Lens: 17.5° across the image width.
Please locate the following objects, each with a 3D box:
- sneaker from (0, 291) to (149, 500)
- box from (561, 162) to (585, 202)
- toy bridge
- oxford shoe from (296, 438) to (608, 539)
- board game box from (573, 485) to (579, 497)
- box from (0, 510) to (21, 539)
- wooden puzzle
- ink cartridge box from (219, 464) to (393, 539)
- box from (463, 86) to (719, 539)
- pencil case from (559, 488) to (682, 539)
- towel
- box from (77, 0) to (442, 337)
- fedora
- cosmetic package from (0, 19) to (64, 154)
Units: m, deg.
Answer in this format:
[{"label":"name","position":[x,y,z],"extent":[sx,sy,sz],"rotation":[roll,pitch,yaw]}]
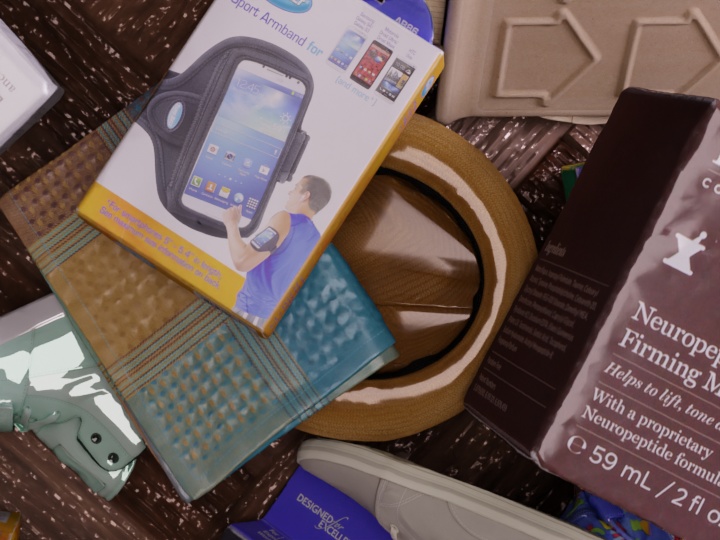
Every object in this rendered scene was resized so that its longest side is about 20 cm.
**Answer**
[{"label":"sneaker","position":[-0.191,0.088,1.312],"extent":[0.200,0.074,0.118],"rotation":[-26,88,-5]},{"label":"box","position":[0.222,-0.018,1.324],"extent":[0.199,0.048,0.118],"rotation":[-10,94,-7]},{"label":"toy bridge","position":[0.128,-0.119,1.354],"extent":[0.199,0.027,0.067],"rotation":[7,95,-5]},{"label":"oxford shoe","position":[0.045,0.141,1.289],"extent":[0.200,0.075,0.058],"rotation":[20,88,28]},{"label":"board game box","position":[0.192,0.039,1.364],"extent":[0.126,0.035,0.201],"rotation":[1,93,-5]},{"label":"box","position":[-0.223,0.239,1.298],"extent":[0.041,0.119,0.201],"rotation":[10,92,-5]},{"label":"wooden puzzle","position":[0.142,-0.156,1.273],"extent":[0.199,0.185,0.046],"rotation":[-4,54,-8]},{"label":"ink cartridge box","position":[-0.019,0.233,1.308],"extent":[0.198,0.043,0.200],"rotation":[32,90,27]},{"label":"box","position":[0.181,0.032,1.213],"extent":[0.166,0.164,0.200],"rotation":[27,92,-11]},{"label":"pencil case","position":[0.104,0.213,1.326],"extent":[0.087,0.078,0.200],"rotation":[27,103,-39]},{"label":"towel","position":[-0.089,0.004,1.278],"extent":[0.146,0.022,0.200],"rotation":[-35,83,5]},{"label":"box","position":[-0.046,-0.080,1.240],"extent":[0.119,0.041,0.200],"rotation":[32,87,5]},{"label":"fedora","position":[0.000,0.000,1.323],"extent":[0.200,0.082,0.201],"rotation":[0,92,4]},{"label":"cosmetic package","position":[-0.287,-0.089,1.253],"extent":[0.200,0.165,0.165],"rotation":[-43,96,0]}]
